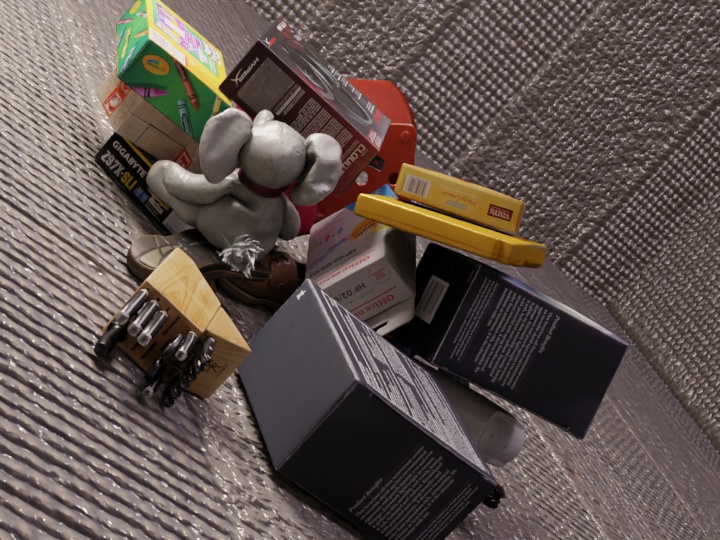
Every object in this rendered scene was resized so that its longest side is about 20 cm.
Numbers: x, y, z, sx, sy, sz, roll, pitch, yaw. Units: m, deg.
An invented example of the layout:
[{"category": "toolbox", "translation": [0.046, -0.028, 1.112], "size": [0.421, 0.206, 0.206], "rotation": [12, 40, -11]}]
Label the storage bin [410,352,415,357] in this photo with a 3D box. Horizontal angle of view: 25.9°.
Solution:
[{"category": "storage bin", "translation": [0.024, 0.038, 2.071], "size": [0.135, 0.094, 0.200], "rotation": [42, 12, -14]}]

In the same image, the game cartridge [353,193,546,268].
[{"category": "game cartridge", "translation": [0.100, -0.041, 1.690], "size": [0.174, 0.033, 0.200], "rotation": [19, 6, 17]}]

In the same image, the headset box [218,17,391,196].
[{"category": "headset box", "translation": [-0.052, -0.179, 1.757], "size": [0.200, 0.077, 0.149], "rotation": [41, 18, -7]}]

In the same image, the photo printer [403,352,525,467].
[{"category": "photo printer", "translation": [0.098, 0.159, 1.815], "size": [0.165, 0.070, 0.200], "rotation": [29, -2, 21]}]

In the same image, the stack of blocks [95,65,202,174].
[{"category": "stack of blocks", "translation": [-0.199, -0.150, 1.794], "size": [0.199, 0.059, 0.115], "rotation": [33, 16, -42]}]

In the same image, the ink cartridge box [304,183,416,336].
[{"category": "ink cartridge box", "translation": [0.000, 0.000, 1.782], "size": [0.068, 0.114, 0.201], "rotation": [51, 21, -26]}]

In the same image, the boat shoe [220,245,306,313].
[{"category": "boat shoe", "translation": [-0.109, -0.001, 1.797], "size": [0.072, 0.068, 0.199], "rotation": [50, 13, 30]}]

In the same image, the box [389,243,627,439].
[{"category": "box", "translation": [0.159, 0.073, 1.744], "size": [0.197, 0.124, 0.200], "rotation": [28, 1, -17]}]

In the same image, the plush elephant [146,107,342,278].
[{"category": "plush elephant", "translation": [-0.113, -0.099, 1.639], "size": [0.163, 0.156, 0.200], "rotation": [24, 14, -25]}]

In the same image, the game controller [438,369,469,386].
[{"category": "game controller", "translation": [0.116, 0.125, 1.974], "size": [0.104, 0.042, 0.203], "rotation": [-13, 96, -83]}]

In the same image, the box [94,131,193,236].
[{"category": "box", "translation": [-0.206, -0.088, 1.825], "size": [0.160, 0.049, 0.200], "rotation": [45, 11, 11]}]

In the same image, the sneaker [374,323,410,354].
[{"category": "sneaker", "translation": [-0.014, 0.039, 1.903], "size": [0.199, 0.085, 0.075], "rotation": [35, 11, 12]}]

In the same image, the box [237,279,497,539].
[{"category": "box", "translation": [0.000, 0.145, 1.514], "size": [0.198, 0.123, 0.200], "rotation": [39, 11, -30]}]

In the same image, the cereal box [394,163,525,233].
[{"category": "cereal box", "translation": [0.116, -0.081, 1.782], "size": [0.142, 0.040, 0.200], "rotation": [18, 4, 5]}]

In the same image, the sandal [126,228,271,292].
[{"category": "sandal", "translation": [-0.172, 0.001, 1.623], "size": [0.081, 0.055, 0.199], "rotation": [38, 23, 22]}]

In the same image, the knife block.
[{"category": "knife block", "translation": [-0.187, 0.038, 1.388], "size": [0.175, 0.064, 0.201], "rotation": [32, 16, -49]}]

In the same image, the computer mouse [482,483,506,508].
[{"category": "computer mouse", "translation": [0.069, 0.205, 1.731], "size": [0.199, 0.044, 0.109], "rotation": [36, -7, -20]}]

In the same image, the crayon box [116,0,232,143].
[{"category": "crayon box", "translation": [-0.210, -0.231, 1.749], "size": [0.118, 0.058, 0.200], "rotation": [39, 14, -23]}]

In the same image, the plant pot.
[{"category": "plant pot", "translation": [-0.026, -0.130, 1.959], "size": [0.197, 0.203, 0.176], "rotation": [1, 14, -20]}]

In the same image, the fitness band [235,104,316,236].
[{"category": "fitness band", "translation": [-0.103, -0.126, 1.864], "size": [0.037, 0.145, 0.201], "rotation": [-9, 42, -25]}]
